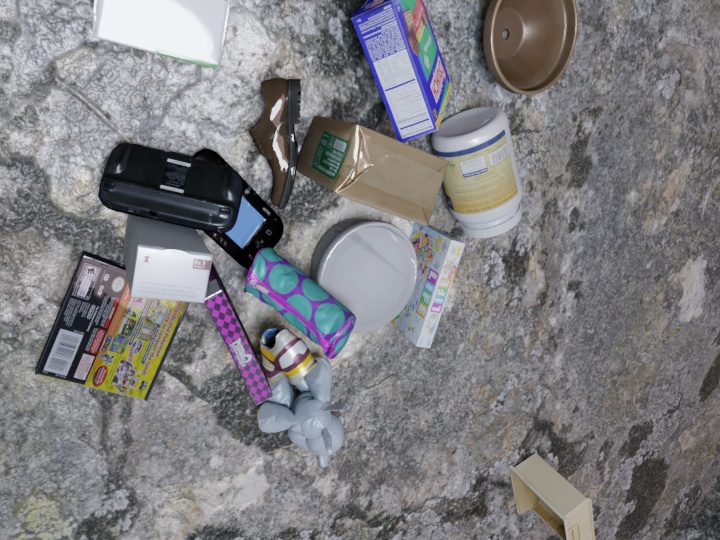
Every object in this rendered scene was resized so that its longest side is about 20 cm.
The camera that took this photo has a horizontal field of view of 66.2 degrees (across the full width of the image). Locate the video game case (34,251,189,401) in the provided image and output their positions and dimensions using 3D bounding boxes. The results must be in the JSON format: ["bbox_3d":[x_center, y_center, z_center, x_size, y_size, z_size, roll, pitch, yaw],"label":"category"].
[{"bbox_3d":[-0.391,0.096,0.886,0.177,0.025,0.205,23,96,-31],"label":"video game case"}]

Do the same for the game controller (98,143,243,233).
[{"bbox_3d":[-0.271,-0.121,0.802,0.193,0.042,0.107,13,59,-11],"label":"game controller"}]

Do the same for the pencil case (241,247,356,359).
[{"bbox_3d":[-0.100,0.054,0.901,0.086,0.198,0.092,-59,168,29],"label":"pencil case"}]

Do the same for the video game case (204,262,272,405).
[{"bbox_3d":[-0.209,0.084,0.879,0.035,0.181,0.205,-25,120,-13],"label":"video game case"}]

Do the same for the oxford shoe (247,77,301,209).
[{"bbox_3d":[-0.139,-0.201,0.886,0.081,0.073,0.207,1,107,-9],"label":"oxford shoe"}]

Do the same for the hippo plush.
[{"bbox_3d":[-0.080,0.265,1.039,0.163,0.194,0.162,-66,148,-27],"label":"hippo plush"}]

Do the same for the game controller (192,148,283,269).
[{"bbox_3d":[-0.212,-0.096,0.894,0.105,0.042,0.200,-46,122,-4],"label":"game controller"}]

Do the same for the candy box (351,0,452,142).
[{"bbox_3d":[0.074,-0.338,0.876,0.075,0.171,0.203,-10,125,25],"label":"candy box"}]

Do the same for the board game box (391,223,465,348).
[{"bbox_3d":[0.118,0.023,1.051,0.033,0.134,0.206,10,104,-28],"label":"board game box"}]

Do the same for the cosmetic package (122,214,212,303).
[{"bbox_3d":[-0.282,-0.023,0.793,0.099,0.200,0.076,8,106,-27],"label":"cosmetic package"}]

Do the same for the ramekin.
[{"bbox_3d":[0.000,0.000,1.006,0.196,0.094,0.209,-9,113,-22],"label":"ramekin"}]

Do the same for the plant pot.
[{"bbox_3d":[0.287,-0.427,0.992,0.195,0.093,0.208,-10,114,-23],"label":"plant pot"}]

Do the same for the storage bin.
[{"bbox_3d":[0.493,0.614,1.421,0.092,0.199,0.204,-25,118,-17],"label":"storage bin"}]

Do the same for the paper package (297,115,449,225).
[{"bbox_3d":[0.013,-0.165,0.890,0.186,0.200,0.106,14,103,-28],"label":"paper package"}]

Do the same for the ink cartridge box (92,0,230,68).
[{"bbox_3d":[-0.257,-0.323,0.697,0.142,0.200,0.087,6,110,-27],"label":"ink cartridge box"}]

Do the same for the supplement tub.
[{"bbox_3d":[0.220,-0.179,1.020,0.142,0.144,0.204,-29,119,-13],"label":"supplement tub"}]

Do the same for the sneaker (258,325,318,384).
[{"bbox_3d":[-0.139,0.137,0.946,0.074,0.198,0.092,-38,100,-29],"label":"sneaker"}]
